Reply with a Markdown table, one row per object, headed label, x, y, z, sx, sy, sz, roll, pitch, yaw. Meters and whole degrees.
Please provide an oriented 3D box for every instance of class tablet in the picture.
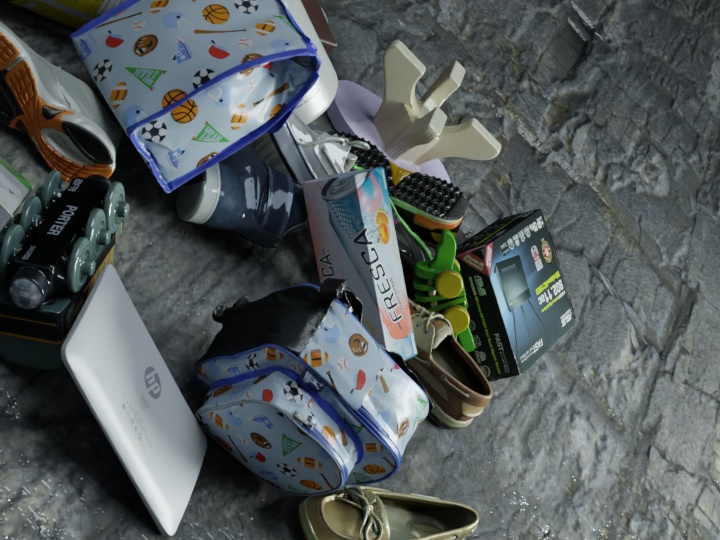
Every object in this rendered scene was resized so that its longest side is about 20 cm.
| label | x | y | z | sx | sy | sz | roll | pitch | yaw |
| --- | --- | --- | --- | --- | --- | --- | --- | --- | --- |
| tablet | -0.184 | 0.108 | 1.352 | 0.130 | 0.014 | 0.201 | -73 | 145 | -55 |

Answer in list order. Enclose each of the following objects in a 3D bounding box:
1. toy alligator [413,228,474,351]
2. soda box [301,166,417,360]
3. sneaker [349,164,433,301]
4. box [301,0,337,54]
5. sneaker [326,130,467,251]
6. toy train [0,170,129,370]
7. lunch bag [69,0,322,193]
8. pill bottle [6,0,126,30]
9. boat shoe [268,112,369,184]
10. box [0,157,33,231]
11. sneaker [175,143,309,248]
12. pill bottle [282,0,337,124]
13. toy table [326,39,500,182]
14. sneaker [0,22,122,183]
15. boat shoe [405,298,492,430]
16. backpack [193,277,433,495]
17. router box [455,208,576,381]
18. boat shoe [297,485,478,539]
| label | x | y | z | sx | sy | sz | roll | pitch | yaw |
| --- | --- | --- | --- | --- | --- | --- | --- | --- | --- |
| toy alligator | 0.092 | 0.053 | 1.771 | 0.059 | 0.054 | 0.202 | -92 | 171 | -68 |
| soda box | 0.000 | 0.000 | 1.653 | 0.063 | 0.068 | 0.202 | -20 | 101 | -58 |
| sneaker | 0.006 | -0.044 | 1.781 | 0.200 | 0.077 | 0.084 | 44 | 27 | -8 |
| box | -0.130 | -0.298 | 1.885 | 0.199 | 0.075 | 0.101 | 8 | 50 | -46 |
| sneaker | 0.022 | -0.082 | 1.858 | 0.199 | 0.090 | 0.070 | 26 | 48 | 9 |
| toy train | -0.254 | -0.005 | 1.378 | 0.084 | 0.115 | 0.200 | 10 | 29 | 4 |
| lunch bag | -0.154 | -0.201 | 1.589 | 0.170 | 0.199 | 0.124 | 54 | -5 | 35 |
| pill bottle | -0.281 | -0.303 | 1.657 | 0.199 | 0.112 | 0.113 | 19 | 42 | -41 |
| boat shoe | -0.031 | -0.115 | 1.725 | 0.203 | 0.086 | 0.075 | 59 | -5 | 5 |
| box | -0.342 | -0.094 | 1.344 | 0.144 | 0.036 | 0.200 | 43 | 4 | -11 |
| sneaker | -0.119 | -0.112 | 1.683 | 0.145 | 0.077 | 0.204 | 19 | 48 | -30 |
| pill bottle | -0.110 | -0.256 | 1.751 | 0.115 | 0.113 | 0.201 | -93 | 162 | -45 |
| toy table | 0.065 | -0.179 | 1.964 | 0.200 | 0.117 | 0.185 | 37 | 33 | -22 |
| sneaker | -0.306 | -0.170 | 1.534 | 0.200 | 0.075 | 0.092 | 48 | 22 | -17 |
| boat shoe | 0.068 | 0.074 | 1.725 | 0.200 | 0.074 | 0.076 | 49 | 41 | -1 |
| backpack | -0.039 | 0.115 | 1.452 | 0.190 | 0.199 | 0.155 | 36 | 66 | -24 |
| router box | 0.173 | 0.027 | 1.882 | 0.200 | 0.062 | 0.151 | -32 | 106 | -58 |
| boat shoe | 0.027 | 0.234 | 1.518 | 0.200 | 0.063 | 0.074 | 19 | 42 | -41 |
